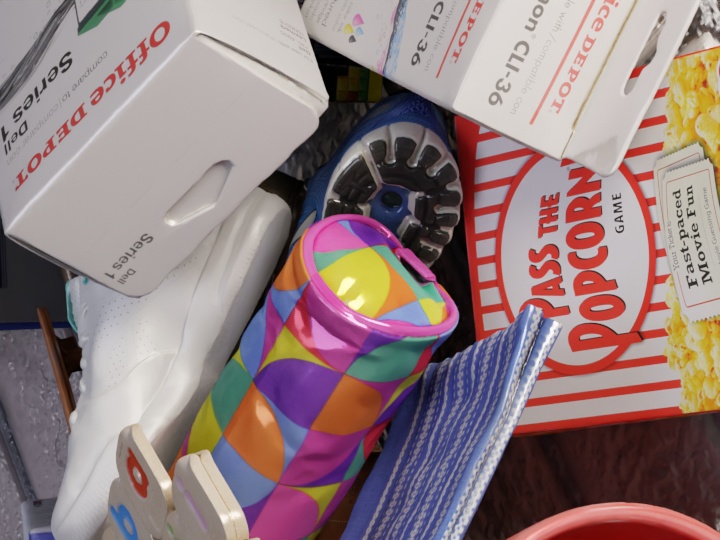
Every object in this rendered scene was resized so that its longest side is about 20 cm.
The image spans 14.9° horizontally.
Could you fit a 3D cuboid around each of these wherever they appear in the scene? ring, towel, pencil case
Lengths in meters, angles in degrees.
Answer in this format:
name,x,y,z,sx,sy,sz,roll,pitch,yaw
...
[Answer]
name,x,y,z,sx,sy,sz,roll,pitch,yaw
ring,-0.140,0.114,1.479,0.200,0.019,0.201,165,90,-82
towel,0.024,0.093,1.188,0.145,0.024,0.200,-65,6,-14
pencil case,-0.030,0.068,1.264,0.088,0.088,0.200,58,133,32

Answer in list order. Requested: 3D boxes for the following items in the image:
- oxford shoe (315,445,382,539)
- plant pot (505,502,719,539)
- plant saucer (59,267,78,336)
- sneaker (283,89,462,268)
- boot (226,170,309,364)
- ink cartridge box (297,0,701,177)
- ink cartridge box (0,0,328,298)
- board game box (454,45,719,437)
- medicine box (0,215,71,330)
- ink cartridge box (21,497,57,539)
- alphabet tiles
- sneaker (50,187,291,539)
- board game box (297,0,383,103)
name,x,y,z,sx,sy,sz,roll,pitch,yaw
oxford shoe,-0.004,0.187,1.346,0.071,0.071,0.200,18,103,45
plant pot,0.071,0.209,1.171,0.177,0.200,0.201,-24,73,60
plant saucer,-0.141,0.018,1.468,0.200,0.029,0.200,166,90,-84
sneaker,0.000,0.000,1.315,0.089,0.079,0.200,-78,12,-57
boot,-0.083,0.035,1.400,0.075,0.097,0.200,-67,-3,-75
ink cartridge box,0.061,-0.124,1.204,0.200,0.067,0.117,33,99,57
ink cartridge box,-0.107,-0.109,1.297,0.146,0.084,0.200,-45,39,24
board game box,0.127,-0.010,1.192,0.200,0.046,0.152,-13,81,51
medicine box,-0.288,-0.012,1.597,0.200,0.182,0.103,-5,87,51
ink cartridge box,-0.151,0.227,1.464,0.200,0.043,0.196,-170,74,-83
alphabet tiles,-0.065,0.173,1.233,0.196,0.015,0.200,56,151,30
sneaker,-0.113,0.039,1.335,0.088,0.075,0.200,26,89,12
board game box,-0.051,-0.194,1.398,0.165,0.057,0.200,14,102,49
